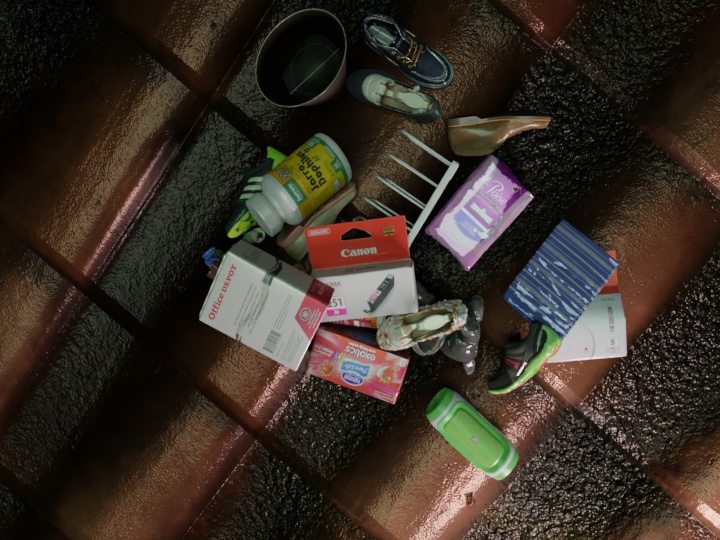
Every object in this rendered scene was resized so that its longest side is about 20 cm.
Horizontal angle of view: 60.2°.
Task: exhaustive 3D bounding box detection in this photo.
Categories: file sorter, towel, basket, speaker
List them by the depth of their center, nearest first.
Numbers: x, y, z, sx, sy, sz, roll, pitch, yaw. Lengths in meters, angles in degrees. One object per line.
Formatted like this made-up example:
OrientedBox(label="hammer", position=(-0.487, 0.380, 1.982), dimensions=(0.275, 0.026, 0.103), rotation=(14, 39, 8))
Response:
OrientedBox(label="basket", position=(-0.091, -0.376, 1.148), dimensions=(0.180, 0.200, 0.137), rotation=(-40, 93, 11))
OrientedBox(label="file sorter", position=(0.086, -0.147, 1.195), dimensions=(0.123, 0.139, 0.203), rotation=(32, 101, 3))
OrientedBox(label="towel", position=(0.392, 0.022, 1.221), dimensions=(0.144, 0.024, 0.201), rotation=(39, 91, 11))
OrientedBox(label="speaker", position=(0.228, 0.335, 1.277), dimensions=(0.199, 0.088, 0.089), rotation=(42, 101, -1))

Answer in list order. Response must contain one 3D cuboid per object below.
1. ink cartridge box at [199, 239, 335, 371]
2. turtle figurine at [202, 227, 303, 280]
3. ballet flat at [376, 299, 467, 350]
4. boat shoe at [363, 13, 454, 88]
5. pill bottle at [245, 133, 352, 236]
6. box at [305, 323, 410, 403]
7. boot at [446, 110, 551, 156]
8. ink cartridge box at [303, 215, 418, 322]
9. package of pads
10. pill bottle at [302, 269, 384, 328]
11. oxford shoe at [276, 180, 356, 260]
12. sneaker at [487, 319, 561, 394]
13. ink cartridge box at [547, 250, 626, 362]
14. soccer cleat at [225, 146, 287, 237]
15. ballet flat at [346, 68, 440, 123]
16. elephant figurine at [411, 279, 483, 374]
OrientedBox(label="ink cartridge box", position=(-0.165, 0.060, 1.104), dimensions=(0.197, 0.085, 0.147), rotation=(28, 110, -3))
OrientedBox(label="turtle figurine", position=(-0.194, 0.001, 1.224), dimensions=(0.191, 0.200, 0.146), rotation=(24, 78, 23))
OrientedBox(label="ballet flat", position=(0.105, 0.101, 1.158), dimensions=(0.197, 0.064, 0.077), rotation=(-25, 85, 25))
OrientedBox(label="boat shoe", position=(0.089, -0.412, 1.177), dimensions=(0.197, 0.091, 0.072), rotation=(31, 101, 1))
OrientedBox(label="pill bottle", position=(-0.121, -0.161, 1.196), dimensions=(0.199, 0.113, 0.113), rotation=(-41, 93, -13))
OrientedBox(label="box", position=(-0.003, 0.182, 1.274), dimensions=(0.195, 0.096, 0.102), rotation=(19, 101, 3))
OrientedBox(label="boot", position=(0.266, -0.265, 1.195), dimensions=(0.195, 0.074, 0.077), rotation=(-3, 106, 17))
OrientedBox(label="ink cartridge box", position=(0.000, 0.000, 1.138), dimensions=(0.195, 0.044, 0.177), rotation=(-6, 115, 10))
OrientedBox(label="package of pads", position=(0.231, -0.113, 1.214), dimensions=(0.120, 0.076, 0.201), rotation=(41, 101, -4))
OrientedBox(label="pill bottle", position=(-0.044, 0.053, 1.253), dimensions=(0.194, 0.110, 0.113), rotation=(5, 99, 5))
OrientedBox(label="oxford shoe", position=(-0.078, -0.103, 1.266), dimensions=(0.199, 0.071, 0.074), rotation=(-38, 119, 9))
OrientedBox(label="sneaker", position=(0.316, 0.173, 1.235), dimensions=(0.084, 0.076, 0.201), rotation=(51, 128, 22))
OrientedBox(label="ink cartridge box", position=(0.438, 0.074, 1.233), dimensions=(0.158, 0.057, 0.205), rotation=(-6, 102, 8))
OrientedBox(label="soccer cleat", position=(-0.217, -0.158, 1.266), dimensions=(0.081, 0.067, 0.201), rotation=(38, 90, 16))
OrientedBox(label="ballet flat", position=(0.063, -0.343, 1.203), dimensions=(0.196, 0.073, 0.075), rotation=(22, 100, 3))
OrientedBox(label="elephant figurine", position=(0.141, 0.099, 1.238), dimensions=(0.195, 0.142, 0.159), rotation=(7, 67, 9))
